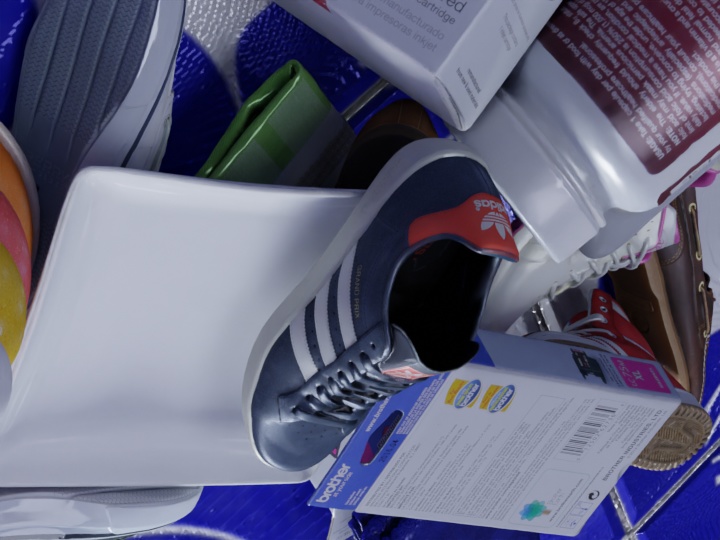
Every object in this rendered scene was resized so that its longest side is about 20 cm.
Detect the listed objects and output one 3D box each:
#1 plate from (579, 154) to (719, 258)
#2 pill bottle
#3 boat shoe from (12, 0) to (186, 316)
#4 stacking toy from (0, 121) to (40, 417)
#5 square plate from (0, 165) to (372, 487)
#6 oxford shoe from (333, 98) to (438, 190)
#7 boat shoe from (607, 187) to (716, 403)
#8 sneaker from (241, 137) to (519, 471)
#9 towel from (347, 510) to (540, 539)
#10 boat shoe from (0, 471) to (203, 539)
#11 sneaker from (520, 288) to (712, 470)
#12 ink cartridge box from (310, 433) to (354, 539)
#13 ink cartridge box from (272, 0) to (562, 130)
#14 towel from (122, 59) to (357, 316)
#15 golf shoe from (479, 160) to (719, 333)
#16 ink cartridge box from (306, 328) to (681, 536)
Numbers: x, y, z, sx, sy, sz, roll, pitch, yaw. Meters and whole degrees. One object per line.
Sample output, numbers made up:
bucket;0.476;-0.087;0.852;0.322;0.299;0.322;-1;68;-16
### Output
plate;0.165;-0.120;1.019;0.199;0.032;0.200;-40;127;3
pill bottle;0.146;-0.104;0.929;0.200;0.114;0.114;-40;136;4
boat shoe;-0.126;-0.070;0.883;0.067;0.073;0.201;-6;129;-57
stacking toy;-0.183;0.011;0.760;0.145;0.200;0.148;-9;114;-22
square plate;-0.078;0.029;0.904;0.198;0.029;0.199;3;128;-32
oxford shoe;0.000;0.000;0.975;0.071;0.072;0.201;21;121;-6
boat shoe;0.208;0.019;1.227;0.070;0.070;0.201;-33;132;-22
sneaker;0.009;0.037;0.877;0.074;0.085;0.201;7;126;-35
towel;0.055;0.171;1.170;0.148;0.049;0.201;-49;149;-27
boat shoe;-0.178;0.128;0.952;0.198;0.072;0.071;-1;126;-33
sneaker;0.132;0.056;1.148;0.071;0.113;0.199;-48;139;15
ink cartridge box;0.019;0.069;1.087;0.094;0.037;0.202;-25;137;-43
ink cartridge box;0.046;-0.195;0.889;0.201;0.147;0.086;-55;160;-2
towel;-0.046;-0.009;0.986;0.150;0.031;0.200;-52;148;-10
golf shoe;0.141;-0.024;1.117;0.201;0.091;0.075;-51;174;-5
ink cartridge box;0.072;0.090;1.030;0.198;0.042;0.120;9;127;-35
